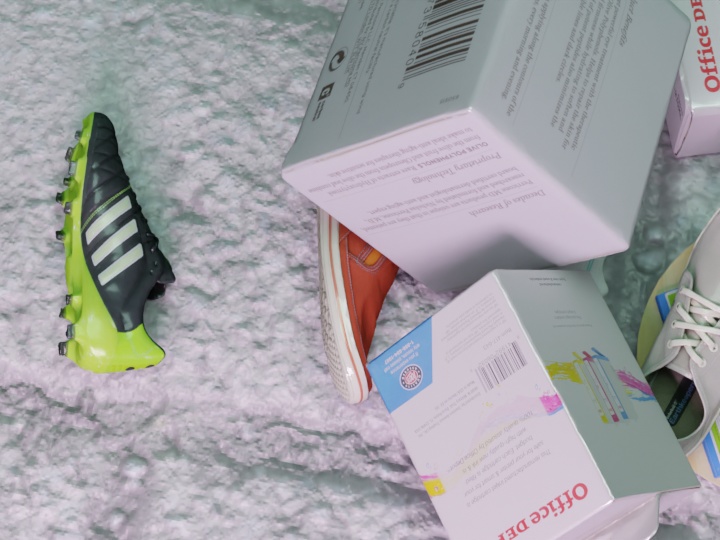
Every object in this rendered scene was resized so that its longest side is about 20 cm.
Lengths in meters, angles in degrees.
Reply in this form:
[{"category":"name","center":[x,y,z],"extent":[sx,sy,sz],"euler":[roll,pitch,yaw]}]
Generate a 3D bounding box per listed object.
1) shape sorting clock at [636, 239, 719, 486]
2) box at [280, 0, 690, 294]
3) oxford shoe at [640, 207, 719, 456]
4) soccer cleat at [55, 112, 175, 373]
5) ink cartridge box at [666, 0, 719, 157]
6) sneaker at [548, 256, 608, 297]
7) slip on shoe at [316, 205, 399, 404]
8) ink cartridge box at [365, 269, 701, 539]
[{"category":"shape sorting clock","center":[0.294,0.061,1.481],"extent":[0.200,0.039,0.200],"euler":[-1,89,25]},{"category":"box","center":[0.089,-0.120,1.461],"extent":[0.171,0.200,0.199],"euler":[36,58,-30]},{"category":"oxford shoe","center":[0.240,0.042,1.455],"extent":[0.075,0.058,0.200],"euler":[27,99,25]},{"category":"soccer cleat","center":[-0.178,-0.019,1.531],"extent":[0.081,0.068,0.200],"euler":[4,68,-19]},{"category":"ink cartridge box","center":[0.324,-0.176,1.588],"extent":[0.200,0.084,0.145],"euler":[-7,69,-5]},{"category":"sneaker","center":[0.164,-0.060,1.556],"extent":[0.080,0.070,0.201],"euler":[27,65,-15]},{"category":"slip on shoe","center":[0.000,0.000,1.520],"extent":[0.061,0.074,0.200],"euler":[1,64,-4]},{"category":"ink cartridge box","center":[0.122,0.116,1.421],"extent":[0.128,0.125,0.200],"euler":[-37,69,31]}]
